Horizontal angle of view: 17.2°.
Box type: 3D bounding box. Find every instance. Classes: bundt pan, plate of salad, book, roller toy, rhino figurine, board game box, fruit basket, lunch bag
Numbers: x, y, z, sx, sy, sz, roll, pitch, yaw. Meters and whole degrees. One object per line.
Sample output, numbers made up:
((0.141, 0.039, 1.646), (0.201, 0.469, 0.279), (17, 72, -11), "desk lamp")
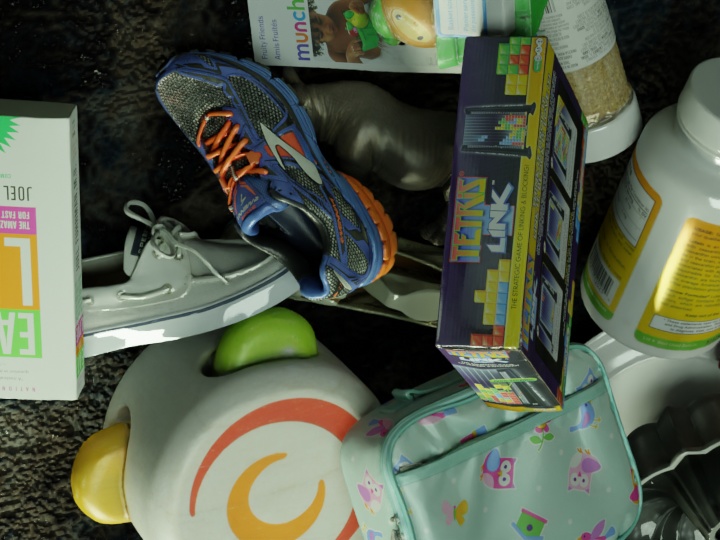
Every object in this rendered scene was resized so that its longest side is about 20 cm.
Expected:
((0.258, 0.166, 1.740), (0.201, 0.076, 0.202), (-8, 132, -9), "bundt pan")
((0.223, 0.109, 1.782), (0.199, 0.048, 0.201), (-5, 121, -8), "plate of salad")
((-0.247, -0.015, 1.546), (0.133, 0.048, 0.201), (3, 115, 6), "book")
((-0.081, 0.127, 1.642), (0.200, 0.140, 0.182), (-49, 123, -1), "roller toy")
((0.005, -0.085, 1.598), (0.199, 0.060, 0.088), (18, 125, -9), "rhino figurine")
((0.098, -0.026, 1.502), (0.056, 0.201, 0.165), (2, 164, 16), "board game box")
((0.017, -0.200, 1.503), (0.199, 0.094, 0.186), (1, 127, 8), "fruit basket")
((0.088, 0.139, 1.602), (0.199, 0.077, 0.161), (-24, 106, -28), "lunch bag")

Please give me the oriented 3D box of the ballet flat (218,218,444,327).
((0.000, 0.000, 1.645), (0.199, 0.062, 0.068), (9, 116, -21), "ballet flat")

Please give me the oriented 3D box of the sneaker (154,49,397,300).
((-0.060, -0.062, 1.541), (0.200, 0.078, 0.075), (45, 129, 0), "sneaker")

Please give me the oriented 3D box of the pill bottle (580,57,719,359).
((0.232, -0.044, 1.634), (0.111, 0.111, 0.200), (2, 134, -18), "pill bottle")

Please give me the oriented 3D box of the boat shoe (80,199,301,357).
((-0.137, -0.005, 1.588), (0.201, 0.075, 0.086), (-13, 114, 12), "boat shoe")

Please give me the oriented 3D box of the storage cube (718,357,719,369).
((0.388, 0.016, 1.680), (0.199, 0.171, 0.181), (-6, 118, -36), "storage cube")

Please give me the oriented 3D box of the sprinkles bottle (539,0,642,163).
((0.134, -0.170, 1.590), (0.068, 0.068, 0.201), (-23, 122, -4), "sprinkles bottle")
